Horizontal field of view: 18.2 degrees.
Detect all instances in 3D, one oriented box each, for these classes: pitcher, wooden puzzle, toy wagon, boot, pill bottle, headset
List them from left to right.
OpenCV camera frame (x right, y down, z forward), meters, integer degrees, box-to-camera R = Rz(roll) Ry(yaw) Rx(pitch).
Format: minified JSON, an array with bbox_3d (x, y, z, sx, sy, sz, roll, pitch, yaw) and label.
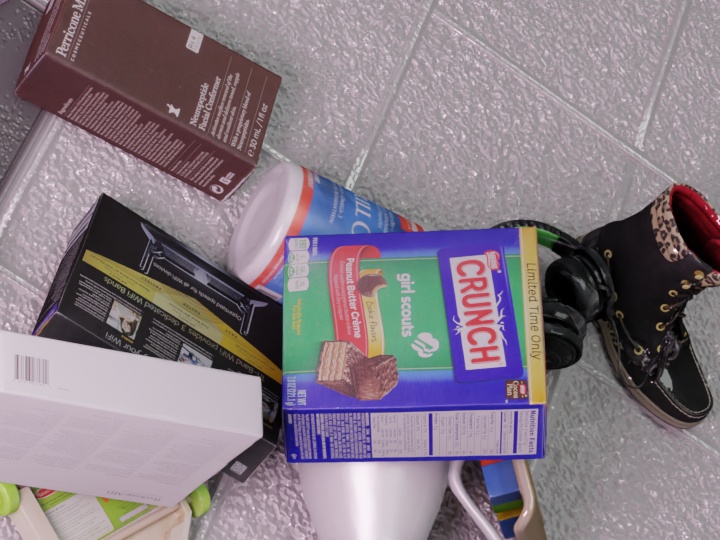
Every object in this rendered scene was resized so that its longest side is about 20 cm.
[{"bbox_3d":[-0.208,0.149,1.681,0.155,0.040,0.201,-26,81,-40],"label":"toy wagon"},{"bbox_3d":[0.000,0.000,1.850,0.199,0.112,0.113,26,54,-20],"label":"pill bottle"},{"bbox_3d":[0.035,0.176,1.760,0.170,0.121,0.201,2,66,-3],"label":"pitcher"},{"bbox_3d":[0.113,0.136,1.836,0.046,0.185,0.201,-11,69,5],"label":"wooden puzzle"},{"bbox_3d":[0.184,0.030,1.960,0.199,0.094,0.124,36,58,5],"label":"headset"},{"bbox_3d":[0.280,0.029,1.993,0.073,0.150,0.201,-20,77,-39],"label":"boot"}]

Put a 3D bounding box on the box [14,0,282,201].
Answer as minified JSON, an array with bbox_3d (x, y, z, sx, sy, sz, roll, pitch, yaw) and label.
[{"bbox_3d":[-0.171,-0.152,1.845,0.199,0.075,0.101,26,54,-18],"label":"box"}]

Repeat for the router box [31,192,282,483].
[{"bbox_3d":[-0.145,0.051,1.736,0.199,0.052,0.158,33,34,-14],"label":"router box"}]

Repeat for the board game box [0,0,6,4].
[{"bbox_3d":[-0.377,-0.277,1.794,0.200,0.041,0.199,52,50,1],"label":"board game box"}]

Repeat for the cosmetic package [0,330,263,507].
[{"bbox_3d":[-0.190,0.108,1.590,0.199,0.151,0.052,12,57,-28],"label":"cosmetic package"}]

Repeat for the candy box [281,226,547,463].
[{"bbox_3d":[0.041,0.056,1.711,0.198,0.077,0.170,-1,52,0],"label":"candy box"}]
